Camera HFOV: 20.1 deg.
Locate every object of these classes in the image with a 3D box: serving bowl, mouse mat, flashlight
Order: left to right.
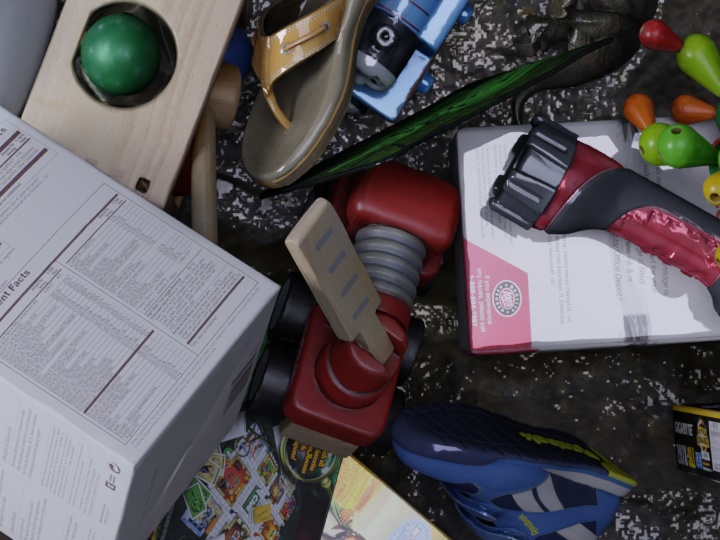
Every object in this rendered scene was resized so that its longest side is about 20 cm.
[{"bbox_3d":[-0.239,-0.136,1.267,0.065,0.200,0.202,21,86,-28],"label":"serving bowl"},{"bbox_3d":[0.045,-0.094,1.255,0.199,0.160,0.008,-28,99,-30],"label":"mouse mat"},{"bbox_3d":[0.179,-0.020,1.254,0.199,0.068,0.068,30,113,-3],"label":"flashlight"}]

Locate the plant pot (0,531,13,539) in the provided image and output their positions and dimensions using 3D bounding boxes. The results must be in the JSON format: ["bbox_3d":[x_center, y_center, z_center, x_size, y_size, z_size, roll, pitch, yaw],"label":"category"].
[{"bbox_3d":[-0.287,0.121,1.254,0.198,0.200,0.175,-7,72,-3],"label":"plant pot"}]

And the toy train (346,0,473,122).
[{"bbox_3d":[0.041,-0.191,1.312,0.086,0.114,0.201,33,85,0],"label":"toy train"}]

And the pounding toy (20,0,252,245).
[{"bbox_3d":[-0.124,-0.101,1.256,0.141,0.200,0.186,21,86,-3],"label":"pounding toy"}]

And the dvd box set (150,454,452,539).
[{"bbox_3d":[-0.027,0.197,1.330,0.200,0.029,0.147,41,85,0],"label":"dvd box set"}]

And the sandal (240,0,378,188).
[{"bbox_3d":[-0.032,-0.149,1.247,0.054,0.080,0.202,23,90,-37],"label":"sandal"}]

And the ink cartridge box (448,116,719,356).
[{"bbox_3d":[0.161,-0.023,1.326,0.198,0.085,0.147,-3,87,-2],"label":"ink cartridge box"}]

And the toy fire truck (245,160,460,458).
[{"bbox_3d":[0.000,0.000,1.234,0.128,0.200,0.177,21,66,-10],"label":"toy fire truck"}]

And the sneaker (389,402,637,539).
[{"bbox_3d":[0.091,0.139,1.283,0.199,0.074,0.083,20,104,-39],"label":"sneaker"}]

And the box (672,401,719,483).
[{"bbox_3d":[0.311,0.104,1.290,0.198,0.160,0.050,-3,86,-2],"label":"box"}]

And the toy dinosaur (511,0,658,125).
[{"bbox_3d":[0.161,-0.175,1.336,0.102,0.077,0.202,9,101,-35],"label":"toy dinosaur"}]

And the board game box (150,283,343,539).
[{"bbox_3d":[-0.060,0.107,1.299,0.104,0.023,0.202,20,66,-8],"label":"board game box"}]

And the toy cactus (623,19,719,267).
[{"bbox_3d":[0.249,-0.068,1.238,0.164,0.201,0.103,18,123,-31],"label":"toy cactus"}]

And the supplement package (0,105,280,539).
[{"bbox_3d":[-0.177,0.044,1.145,0.199,0.152,0.151,32,52,8],"label":"supplement package"}]
